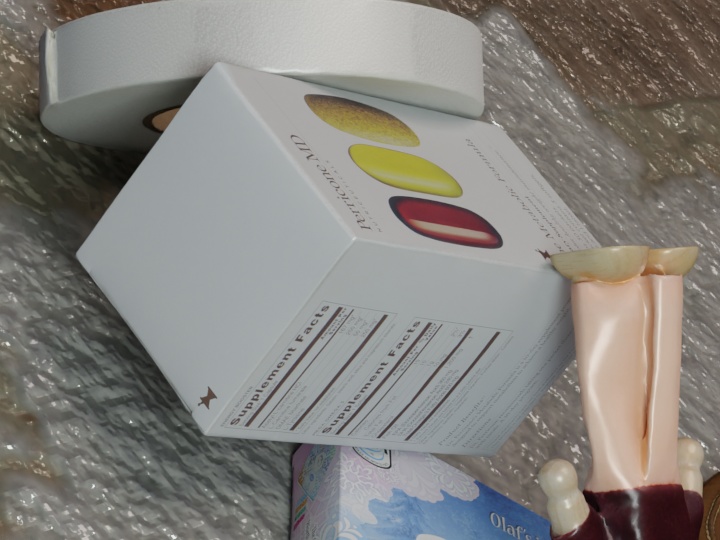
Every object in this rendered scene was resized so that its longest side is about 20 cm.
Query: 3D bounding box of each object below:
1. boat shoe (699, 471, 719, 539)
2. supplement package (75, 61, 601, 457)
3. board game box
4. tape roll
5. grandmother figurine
[{"bbox_3d":[0.216,0.111,1.506,0.072,0.068,0.200,47,30,6],"label":"boat shoe"},{"bbox_3d":[0.000,0.000,1.274,0.200,0.110,0.114,8,36,-52],"label":"supplement package"},{"bbox_3d":[0.060,0.173,1.260,0.200,0.043,0.199,30,30,-19],"label":"board game box"},{"bbox_3d":[-0.045,-0.085,1.340,0.202,0.202,0.037,6,79,-47],"label":"tape roll"},{"bbox_3d":[0.114,0.091,1.246,0.121,0.060,0.201,-2,86,-43],"label":"grandmother figurine"}]
